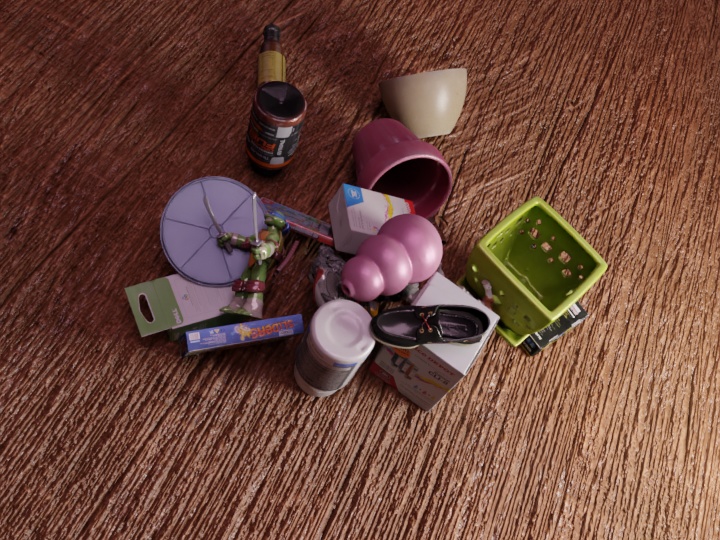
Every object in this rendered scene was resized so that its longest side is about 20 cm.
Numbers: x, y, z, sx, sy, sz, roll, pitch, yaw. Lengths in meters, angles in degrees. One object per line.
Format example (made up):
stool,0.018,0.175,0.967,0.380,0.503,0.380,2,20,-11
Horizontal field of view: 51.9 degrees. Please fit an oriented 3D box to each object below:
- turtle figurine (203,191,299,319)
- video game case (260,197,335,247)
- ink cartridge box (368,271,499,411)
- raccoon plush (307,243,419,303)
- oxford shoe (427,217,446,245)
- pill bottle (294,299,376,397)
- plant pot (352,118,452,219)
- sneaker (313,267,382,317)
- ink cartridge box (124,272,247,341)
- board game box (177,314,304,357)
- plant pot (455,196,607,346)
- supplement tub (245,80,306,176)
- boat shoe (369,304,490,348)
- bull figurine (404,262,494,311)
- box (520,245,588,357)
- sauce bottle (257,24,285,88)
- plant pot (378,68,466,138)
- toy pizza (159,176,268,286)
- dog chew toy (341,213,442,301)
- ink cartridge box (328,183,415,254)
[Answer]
turtle figurine,-0.207,-0.024,1.266,0.143,0.200,0.196,9,82,24
video game case,-0.113,-0.092,1.451,0.198,0.143,0.018,21,102,-4
ink cartridge box,0.130,0.133,1.346,0.145,0.200,0.145,35,57,5
raccoon plush,0.000,0.000,1.395,0.198,0.135,0.097,-21,42,-1
oxford shoe,0.103,-0.039,1.515,0.199,0.071,0.071,-32,78,-31
pill bottle,-0.052,0.142,1.285,0.113,0.200,0.115,8,59,-14
plant pot,0.069,-0.213,1.542,0.198,0.201,0.180,-7,47,-20
sneaker,-0.011,0.055,1.318,0.200,0.082,0.078,42,47,-39
ink cartridge box,-0.312,0.060,1.335,0.198,0.059,0.104,-16,67,-24
board game box,-0.211,0.114,1.290,0.198,0.135,0.035,-8,83,-20
plant pot,0.315,0.014,1.425,0.198,0.182,0.200,-36,75,-31
supplement tub,-0.174,-0.275,1.484,0.106,0.200,0.108,7,58,-12
boat shoe,0.115,0.087,1.217,0.199,0.063,0.074,3,65,-12
bull figurine,0.172,0.053,1.417,0.199,0.122,0.065,21,50,32
box,0.356,0.059,1.548,0.159,0.049,0.201,-27,72,-31
sauce bottle,-0.200,-0.469,1.669,0.065,0.066,0.202,6,58,-14
plant pot,0.148,-0.369,1.664,0.199,0.200,0.136,-13,101,-23
toy pizza,-0.263,-0.070,1.347,0.198,0.032,0.202,1,84,-13
dog chew toy,0.048,-0.015,1.278,0.199,0.125,0.125,-33,75,-30
ink cartridge box,0.045,-0.083,1.415,0.198,0.067,0.117,11,50,-28
